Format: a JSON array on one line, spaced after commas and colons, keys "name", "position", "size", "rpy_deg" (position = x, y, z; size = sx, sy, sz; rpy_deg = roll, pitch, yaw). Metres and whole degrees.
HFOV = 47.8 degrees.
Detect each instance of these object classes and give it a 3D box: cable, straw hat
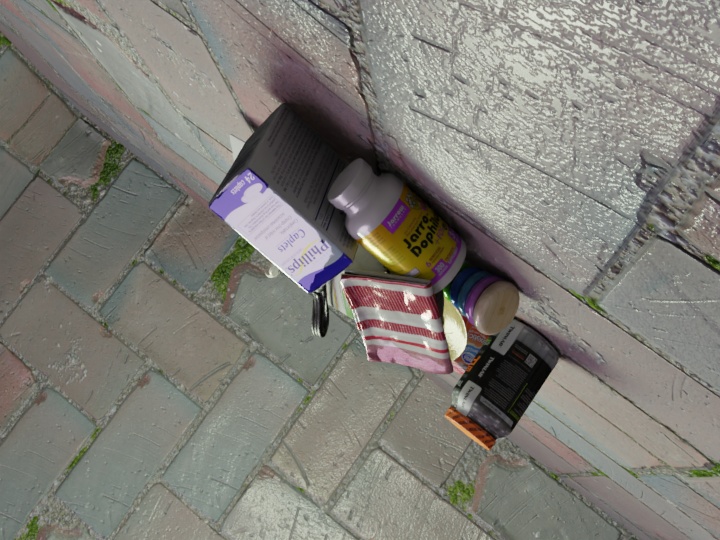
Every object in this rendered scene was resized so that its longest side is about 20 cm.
[{"name": "cable", "position": [-0.077, 0.021, 1.308], "size": [0.049, 0.099, 0.202], "rpy_deg": [8, 143, 8]}, {"name": "straw hat", "position": [0.110, 0.055, 1.391], "size": [0.198, 0.085, 0.204], "rpy_deg": [21, 136, 21]}]

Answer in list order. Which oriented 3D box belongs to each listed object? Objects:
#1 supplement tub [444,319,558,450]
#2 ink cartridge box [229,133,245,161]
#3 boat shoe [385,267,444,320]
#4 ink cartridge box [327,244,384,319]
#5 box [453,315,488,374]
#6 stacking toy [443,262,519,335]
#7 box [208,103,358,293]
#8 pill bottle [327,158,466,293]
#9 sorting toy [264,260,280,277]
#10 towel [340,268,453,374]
[{"name": "supplement tub", "position": [0.236, 0.193, 1.377], "size": [0.122, 0.201, 0.123], "rpy_deg": [36, 172, 6]}, {"name": "ink cartridge box", "position": [-0.171, -0.165, 1.513], "size": [0.115, 0.066, 0.203], "rpy_deg": [32, 144, 34]}, {"name": "boat shoe", "position": [0.077, 0.004, 1.253], "size": [0.073, 0.073, 0.204], "rpy_deg": [111, 144, -77]}, {"name": "ink cartridge box", "position": [-0.020, 0.003, 1.328], "size": [0.200, 0.066, 0.120], "rpy_deg": [-161, 60, -73]}, {"name": "box", "position": [0.194, 0.142, 1.645], "size": [0.095, 0.100, 0.200], "rpy_deg": [38, 173, -8]}, {"name": "stacking toy", "position": [0.150, 0.014, 1.247], "size": [0.199, 0.086, 0.085], "rpy_deg": [40, 176, 45]}, {"name": "box", "position": [-0.093, -0.104, 1.177], "size": [0.199, 0.185, 0.104], "rpy_deg": [41, 126, -18]}, {"name": "pill bottle", "position": [0.049, -0.062, 1.129], "size": [0.199, 0.105, 0.104], "rpy_deg": [40, 172, -20]}, {"name": "sorting toy", "position": [-0.139, -0.063, 1.686], "size": [0.106, 0.181, 0.200], "rpy_deg": [38, 173, -9]}, {"name": "towel", "position": [0.055, 0.079, 1.192], "size": [0.141, 0.023, 0.202], "rpy_deg": [7, 140, 24]}]
